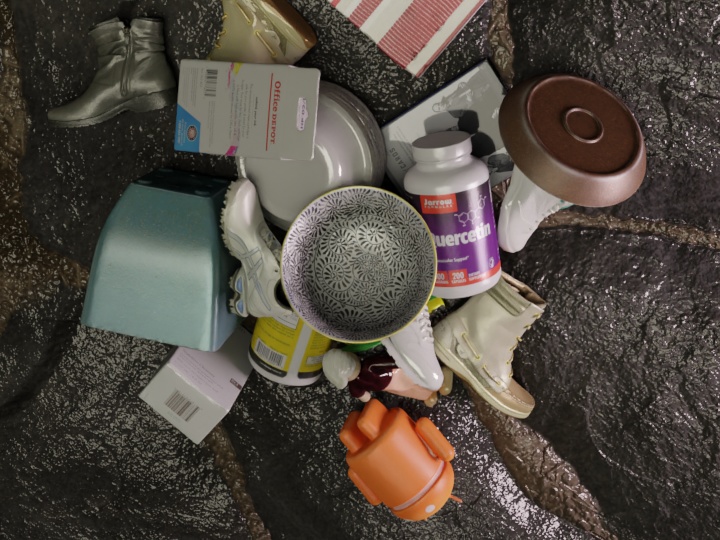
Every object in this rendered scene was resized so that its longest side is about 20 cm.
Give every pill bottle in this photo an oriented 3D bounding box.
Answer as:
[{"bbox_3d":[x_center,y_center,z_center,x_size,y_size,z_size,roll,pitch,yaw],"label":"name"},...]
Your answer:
[{"bbox_3d":[0.118,-0.073,1.471,0.111,0.113,0.202,-5,111,14],"label":"pill bottle"},{"bbox_3d":[-0.082,0.051,1.593,0.113,0.114,0.202,21,115,3],"label":"pill bottle"}]

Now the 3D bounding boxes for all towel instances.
[{"bbox_3d":[0.044,-0.362,1.444,0.200,0.023,0.144,40,113,-8],"label":"towel"}]

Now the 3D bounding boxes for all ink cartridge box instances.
[{"bbox_3d":[-0.129,-0.199,1.413,0.198,0.068,0.117,8,96,24],"label":"ink cartridge box"}]

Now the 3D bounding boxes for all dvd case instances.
[{"bbox_3d":[0.125,-0.167,1.506,0.199,0.025,0.151,-30,103,22],"label":"dvd case"}]

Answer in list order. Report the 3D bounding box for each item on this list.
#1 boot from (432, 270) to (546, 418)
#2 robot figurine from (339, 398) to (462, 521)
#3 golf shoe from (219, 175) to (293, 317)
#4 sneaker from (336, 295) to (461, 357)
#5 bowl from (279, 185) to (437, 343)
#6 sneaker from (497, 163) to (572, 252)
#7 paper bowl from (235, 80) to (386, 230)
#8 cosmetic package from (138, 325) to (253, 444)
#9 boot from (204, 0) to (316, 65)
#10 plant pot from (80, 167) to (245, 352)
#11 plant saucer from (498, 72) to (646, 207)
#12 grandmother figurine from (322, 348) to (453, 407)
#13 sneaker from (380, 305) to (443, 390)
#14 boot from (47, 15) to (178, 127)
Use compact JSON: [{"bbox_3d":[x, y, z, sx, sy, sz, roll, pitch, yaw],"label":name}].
[{"bbox_3d":[0.208,0.103,1.575,0.200,0.072,0.155,39,105,-19],"label":"boot"},{"bbox_3d":[0.059,0.283,1.658,0.144,0.117,0.200,-43,100,-8],"label":"robot figurine"},{"bbox_3d":[-0.126,-0.029,1.488,0.096,0.078,0.202,8,123,22],"label":"golf shoe"},{"bbox_3d":[0.046,0.058,1.596,0.199,0.078,0.086,-35,75,17],"label":"sneaker"},{"bbox_3d":[0.000,0.000,1.457,0.198,0.094,0.203,-1,79,4],"label":"bowl"},{"bbox_3d":[0.234,-0.093,1.460,0.088,0.075,0.201,21,135,13],"label":"sneaker"},{"bbox_3d":[-0.073,-0.144,1.501,0.199,0.104,0.203,9,114,20],"label":"paper bowl"},{"bbox_3d":[-0.222,0.142,1.615,0.113,0.200,0.081,40,116,-9],"label":"cosmetic package"},{"bbox_3d":[-0.176,-0.320,1.484,0.200,0.073,0.155,43,116,-10],"label":"boot"},{"bbox_3d":[-0.253,-0.029,1.561,0.194,0.196,0.202,12,108,7],"label":"plant pot"},{"bbox_3d":[0.266,-0.170,1.382,0.199,0.201,0.035,27,144,0],"label":"plant saucer"},{"bbox_3d":[0.030,0.148,1.587,0.199,0.061,0.121,17,128,-34],"label":"grandmother figurine"},{"bbox_3d":[0.061,0.066,1.511,0.080,0.076,0.201,-34,75,7],"label":"sneaker"},{"bbox_3d":[-0.348,-0.275,1.549,0.198,0.068,0.132,-12,105,9],"label":"boot"}]
